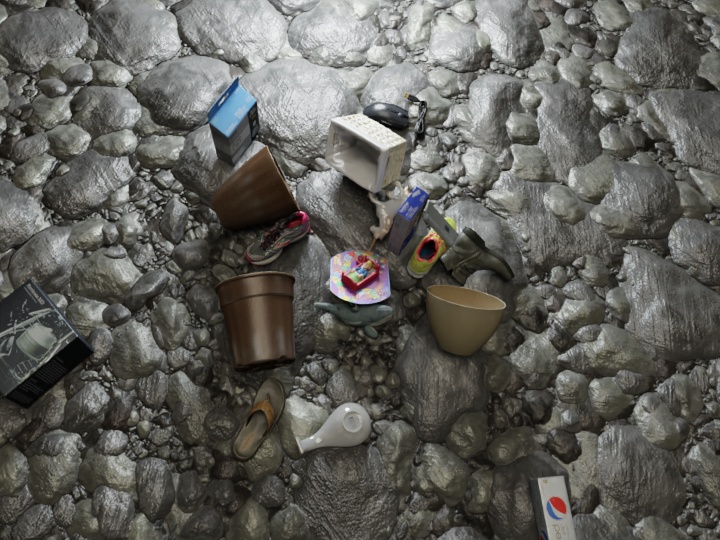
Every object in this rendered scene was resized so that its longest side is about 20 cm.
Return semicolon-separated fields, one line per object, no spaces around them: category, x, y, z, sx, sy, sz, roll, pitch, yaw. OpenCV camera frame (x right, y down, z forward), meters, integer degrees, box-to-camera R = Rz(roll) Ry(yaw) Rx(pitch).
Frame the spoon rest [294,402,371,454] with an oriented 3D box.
spoon rest;-0.065;0.380;1.421;0.196;0.061;0.101;-16;70;-26

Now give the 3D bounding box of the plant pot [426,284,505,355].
plant pot;0.249;0.130;1.492;0.195;0.201;0.138;10;102;0

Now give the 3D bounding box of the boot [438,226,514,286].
boot;0.305;-0.008;1.603;0.199;0.068;0.131;40;90;-13

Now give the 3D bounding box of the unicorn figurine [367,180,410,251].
unicorn figurine;0.074;-0.167;1.648;0.197;0.074;0.139;-28;68;-13

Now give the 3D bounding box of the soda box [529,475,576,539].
soda box;0.442;0.578;1.368;0.066;0.064;0.205;-3;68;-6

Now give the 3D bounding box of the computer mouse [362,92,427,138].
computer mouse;0.110;-0.486;1.801;0.195;0.046;0.143;15;68;2

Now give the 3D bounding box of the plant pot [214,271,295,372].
plant pot;-0.238;0.129;1.441;0.195;0.201;0.203;-9;75;-8

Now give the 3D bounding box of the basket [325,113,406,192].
basket;0.016;-0.329;1.647;0.198;0.138;0.122;35;44;25

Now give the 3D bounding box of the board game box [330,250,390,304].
board game box;0.000;0.000;1.545;0.153;0.040;0.203;4;42;-4

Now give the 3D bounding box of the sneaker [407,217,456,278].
sneaker;0.201;-0.071;1.609;0.077;0.091;0.201;31;66;11

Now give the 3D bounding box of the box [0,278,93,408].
box;-0.776;0.171;1.407;0.200;0.125;0.196;43;68;13

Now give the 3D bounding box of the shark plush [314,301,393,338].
shark plush;-0.016;0.093;1.524;0.196;0.084;0.092;21;67;4

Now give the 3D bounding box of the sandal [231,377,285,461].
sandal;-0.239;0.347;1.412;0.081;0.055;0.202;29;68;8

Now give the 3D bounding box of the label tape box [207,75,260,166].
label tape box;-0.342;-0.404;1.644;0.065;0.201;0.145;29;67;6

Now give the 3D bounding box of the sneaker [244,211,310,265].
sneaker;-0.221;-0.092;1.590;0.198;0.075;0.081;-37;74;-17

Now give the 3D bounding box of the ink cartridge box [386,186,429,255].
ink cartridge box;0.121;-0.125;1.564;0.044;0.201;0.095;34;68;9

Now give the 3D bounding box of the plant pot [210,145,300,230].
plant pot;-0.287;-0.196;1.586;0.197;0.187;0.190;-27;71;-1

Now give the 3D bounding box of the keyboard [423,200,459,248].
keyboard;0.227;-0.103;1.594;0.010;0.199;0.057;-12;50;38
